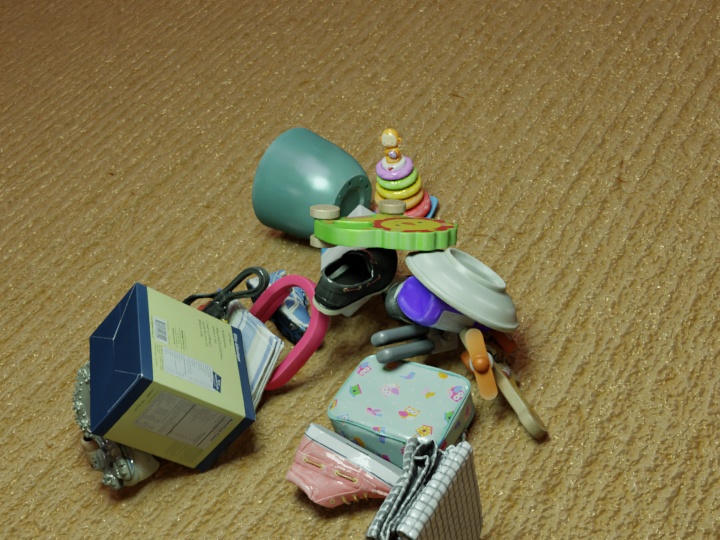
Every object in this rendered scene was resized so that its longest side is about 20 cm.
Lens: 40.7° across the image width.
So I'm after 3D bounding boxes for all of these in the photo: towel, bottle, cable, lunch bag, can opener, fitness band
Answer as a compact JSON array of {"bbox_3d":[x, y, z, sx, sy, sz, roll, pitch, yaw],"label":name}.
[{"bbox_3d":[-0.204,0.132,1.578,0.024,0.148,0.200,14,16,-43],"label":"towel"},{"bbox_3d":[0.147,0.060,1.510,0.083,0.199,0.066,41,107,42],"label":"bottle"},{"bbox_3d":[0.077,0.322,1.201,0.085,0.201,0.166,12,45,29],"label":"towel"},{"bbox_3d":[-0.220,0.049,1.571,0.200,0.050,0.097,-44,68,21],"label":"cable"},{"bbox_3d":[0.067,0.208,1.436,0.199,0.077,0.161,14,45,29],"label":"lunch bag"},{"bbox_3d":[0.085,0.112,1.510,0.066,0.053,0.199,-27,-13,36],"label":"can opener"},{"bbox_3d":[-0.128,0.101,1.562,0.200,0.037,0.144,-50,50,18],"label":"fitness band"}]

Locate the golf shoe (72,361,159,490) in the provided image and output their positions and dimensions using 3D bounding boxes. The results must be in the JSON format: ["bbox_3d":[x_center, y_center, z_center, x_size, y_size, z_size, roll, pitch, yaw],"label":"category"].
[{"bbox_3d":[-0.372,0.232,1.481,0.078,0.097,0.201,-32,73,33],"label":"golf shoe"}]

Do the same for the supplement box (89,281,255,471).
[{"bbox_3d":[-0.285,0.161,1.456,0.134,0.199,0.201,-45,37,23],"label":"supplement box"}]

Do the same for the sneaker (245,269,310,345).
[{"bbox_3d":[-0.121,0.058,1.665,0.077,0.076,0.200,-28,46,-21],"label":"sneaker"}]

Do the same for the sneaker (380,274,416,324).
[{"bbox_3d":[0.068,0.050,1.592,0.080,0.074,0.200,-11,4,18],"label":"sneaker"}]

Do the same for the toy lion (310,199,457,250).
[{"bbox_3d":[0.043,-0.061,1.509,0.199,0.069,0.191,-6,16,-27],"label":"toy lion"}]

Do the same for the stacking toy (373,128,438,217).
[{"bbox_3d":[0.068,-0.173,1.786,0.115,0.201,0.110,9,44,23],"label":"stacking toy"}]

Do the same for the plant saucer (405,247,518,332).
[{"bbox_3d":[0.163,0.016,1.461,0.050,0.199,0.200,-57,40,16],"label":"plant saucer"}]

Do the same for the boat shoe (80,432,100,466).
[{"bbox_3d":[-0.376,0.220,1.554,0.071,0.065,0.200,5,43,22],"label":"boat shoe"}]

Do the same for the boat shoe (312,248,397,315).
[{"bbox_3d":[0.002,0.001,1.521,0.073,0.063,0.201,34,38,20],"label":"boat shoe"}]

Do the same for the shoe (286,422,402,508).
[{"bbox_3d":[-0.006,0.300,1.361,0.199,0.071,0.091,27,88,13],"label":"shoe"}]

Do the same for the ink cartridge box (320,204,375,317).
[{"bbox_3d":[-0.010,-0.004,1.672,0.116,0.068,0.201,-44,28,30],"label":"ink cartridge box"}]

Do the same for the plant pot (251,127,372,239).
[{"bbox_3d":[-0.076,-0.146,1.807,0.160,0.201,0.201,25,53,29],"label":"plant pot"}]

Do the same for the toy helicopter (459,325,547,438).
[{"bbox_3d":[0.208,0.160,1.427,0.079,0.132,0.200,-40,58,12],"label":"toy helicopter"}]
